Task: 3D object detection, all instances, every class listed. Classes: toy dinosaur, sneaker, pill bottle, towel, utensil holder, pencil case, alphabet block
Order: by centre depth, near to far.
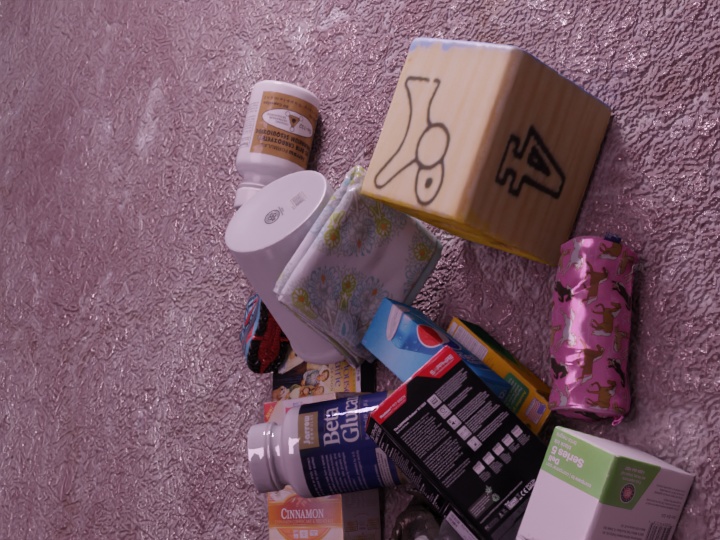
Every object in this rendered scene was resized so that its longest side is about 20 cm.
[{"bbox_3d":[0.252,0.064,1.135,0.086,0.082,0.204,-11,66,53],"label":"pencil case"},{"bbox_3d":[0.075,0.333,1.241,0.102,0.076,0.202,-49,41,34],"label":"toy dinosaur"},{"bbox_3d":[0.149,-0.142,1.250,0.194,0.194,0.203,22,92,52],"label":"alphabet block"},{"bbox_3d":[-0.032,0.213,1.266,0.196,0.111,0.113,-10,62,7],"label":"pill bottle"},{"bbox_3d":[0.000,0.000,1.313,0.048,0.171,0.202,18,71,53],"label":"towel"},{"bbox_3d":[-0.066,-0.004,1.397,0.168,0.201,0.171,-24,33,16],"label":"utensil holder"},{"bbox_3d":[-0.136,0.045,1.539,0.096,0.078,0.202,48,119,50],"label":"sneaker"},{"bbox_3d":[-0.137,-0.187,1.665,0.113,0.113,0.204,1,76,49],"label":"pill bottle"}]

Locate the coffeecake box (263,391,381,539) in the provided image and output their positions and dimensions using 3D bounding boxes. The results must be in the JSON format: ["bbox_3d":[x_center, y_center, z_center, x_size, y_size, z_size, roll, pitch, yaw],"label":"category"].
[{"bbox_3d":[-0.052,0.270,1.392,0.152,0.072,0.204,-15,74,46],"label":"coffeecake box"}]

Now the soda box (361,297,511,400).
[{"bbox_3d":[0.085,0.110,1.246,0.200,0.064,0.069,39,105,49],"label":"soda box"}]

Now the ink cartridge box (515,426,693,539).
[{"bbox_3d":[0.227,0.272,1.030,0.083,0.144,0.203,21,91,49],"label":"ink cartridge box"}]

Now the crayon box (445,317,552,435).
[{"bbox_3d":[0.150,0.162,1.239,0.127,0.051,0.200,-61,39,12],"label":"crayon box"}]

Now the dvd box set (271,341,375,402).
[{"bbox_3d":[-0.056,0.147,1.502,0.198,0.029,0.149,-22,59,44],"label":"dvd box set"}]

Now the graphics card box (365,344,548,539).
[{"bbox_3d":[0.114,0.191,1.089,0.200,0.125,0.051,44,152,17],"label":"graphics card box"}]

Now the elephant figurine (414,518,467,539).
[{"bbox_3d":[0.103,0.346,1.147,0.142,0.154,0.201,45,135,18],"label":"elephant figurine"}]
